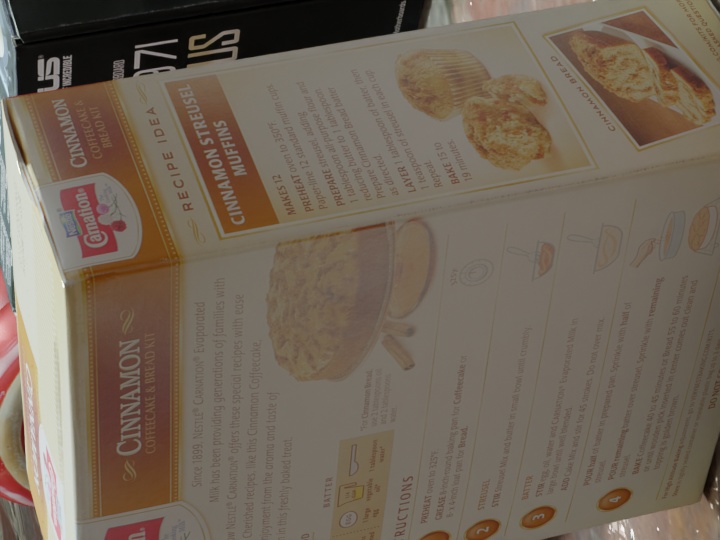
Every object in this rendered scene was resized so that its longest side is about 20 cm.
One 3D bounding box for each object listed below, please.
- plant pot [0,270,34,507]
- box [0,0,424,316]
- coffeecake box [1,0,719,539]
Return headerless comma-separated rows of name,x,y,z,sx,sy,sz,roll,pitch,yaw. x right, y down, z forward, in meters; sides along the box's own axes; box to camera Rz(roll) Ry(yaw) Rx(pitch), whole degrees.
plant pot,-0.178,0.030,1.285,0.183,0.200,0.201,52,150,42
box,-0.073,-0.080,0.892,0.200,0.163,0.086,105,150,-56
coffeecake box,0.007,0.014,0.607,0.154,0.199,0.073,96,157,-46
